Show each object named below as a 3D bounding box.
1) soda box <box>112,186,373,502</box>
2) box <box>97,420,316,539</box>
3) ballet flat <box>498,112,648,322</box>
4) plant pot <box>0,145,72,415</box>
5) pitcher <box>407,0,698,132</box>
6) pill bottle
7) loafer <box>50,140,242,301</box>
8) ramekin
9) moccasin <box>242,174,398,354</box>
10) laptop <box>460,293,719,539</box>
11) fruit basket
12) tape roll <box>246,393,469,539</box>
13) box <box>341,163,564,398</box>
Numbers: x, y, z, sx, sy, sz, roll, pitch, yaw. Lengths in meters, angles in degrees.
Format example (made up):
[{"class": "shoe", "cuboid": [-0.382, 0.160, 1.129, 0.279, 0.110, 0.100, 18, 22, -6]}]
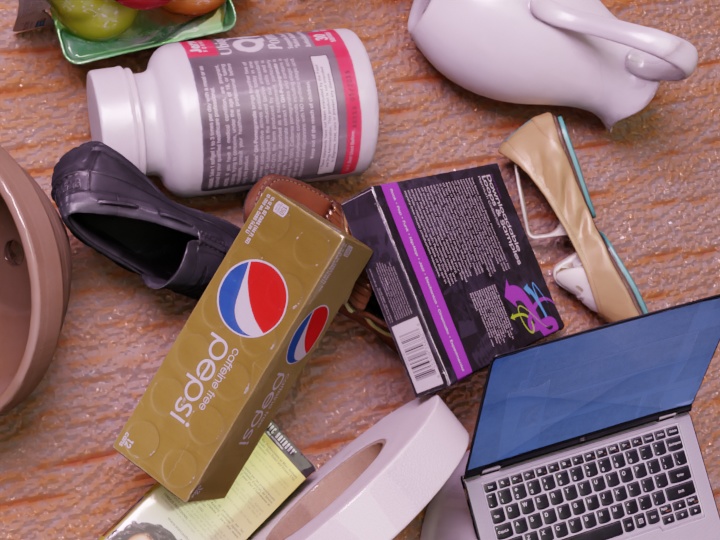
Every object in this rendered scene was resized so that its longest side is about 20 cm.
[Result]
[{"class": "soda box", "cuboid": [-0.076, 0.051, 0.820, 0.067, 0.064, 0.201, 32, 94, 19]}, {"class": "box", "cuboid": [-0.127, 0.184, 0.872, 0.075, 0.050, 0.200, 46, 71, -3]}, {"class": "ballet flat", "cuboid": [0.170, -0.026, 0.995, 0.062, 0.069, 0.202, -25, 91, 8]}, {"class": "plant pot", "cuboid": [-0.258, -0.004, 0.824, 0.092, 0.200, 0.203, -21, 84, -58]}, {"class": "pitcher", "cuboid": [0.148, -0.186, 0.956, 0.198, 0.171, 0.123, 22, 83, -12]}, {"class": "pill bottle", "cuboid": [-0.094, -0.113, 0.904, 0.198, 0.111, 0.112, -9, 82, -18]}, {"class": "loafer", "cuboid": [-0.132, -0.012, 0.864, 0.200, 0.068, 0.071, 36, 33, -36]}, {"class": "ramekin", "cuboid": [0.150, 0.216, 0.920, 0.198, 0.098, 0.203, 3, 79, -15]}, {"class": "moccasin", "cuboid": [-0.001, 0.001, 0.902, 0.201, 0.077, 0.074, 44, 67, -21]}, {"class": "laptop", "cuboid": [0.175, 0.139, 0.829, 0.185, 0.116, 0.202, -13, 84, -17]}, {"class": "fruit basket", "cuboid": [-0.150, -0.214, 0.861, 0.183, 0.200, 0.095, -17, 85, -17]}, {"class": "tape roll", "cuboid": [-0.013, 0.160, 0.831, 0.202, 0.203, 0.037, -41, 91, -19]}, {"class": "box", "cuboid": [0.074, 0.000, 0.913, 0.199, 0.036, 0.144, -16, 83, -56]}]
